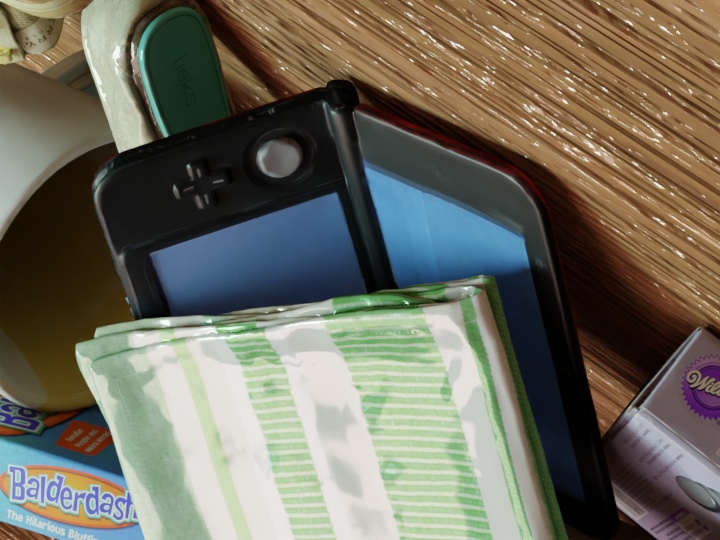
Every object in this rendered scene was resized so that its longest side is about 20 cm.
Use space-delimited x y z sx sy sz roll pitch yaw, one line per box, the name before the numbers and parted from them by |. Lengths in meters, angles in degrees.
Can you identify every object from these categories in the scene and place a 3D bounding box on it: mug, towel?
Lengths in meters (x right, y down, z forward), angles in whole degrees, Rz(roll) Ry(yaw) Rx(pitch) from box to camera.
mug | -0.170 -0.017 1.246 0.153 0.149 0.188 34 138 38
towel | -0.015 0.083 1.043 0.199 0.023 0.154 -9 108 30

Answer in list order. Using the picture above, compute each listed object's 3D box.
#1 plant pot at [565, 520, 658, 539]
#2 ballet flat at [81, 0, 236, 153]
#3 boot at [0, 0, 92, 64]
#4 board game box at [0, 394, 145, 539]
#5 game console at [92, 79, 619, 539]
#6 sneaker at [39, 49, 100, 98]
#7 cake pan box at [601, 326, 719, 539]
plant pot | 0.136 0.219 1.324 0.200 0.201 0.198 41 177 -14
ballet flat | -0.079 -0.044 1.146 0.062 0.067 0.201 21 133 45
boot | -0.157 -0.139 1.093 0.200 0.073 0.156 35 167 32
board game box | -0.111 0.094 1.240 0.199 0.045 0.152 15 -164 13
game console | -0.002 0.036 1.053 0.119 0.171 0.201 -112 4 -54
sneaker | -0.158 -0.057 1.393 0.082 0.074 0.200 58 170 3
cake pan box | 0.185 0.114 1.065 0.184 0.052 0.200 40 169 7
